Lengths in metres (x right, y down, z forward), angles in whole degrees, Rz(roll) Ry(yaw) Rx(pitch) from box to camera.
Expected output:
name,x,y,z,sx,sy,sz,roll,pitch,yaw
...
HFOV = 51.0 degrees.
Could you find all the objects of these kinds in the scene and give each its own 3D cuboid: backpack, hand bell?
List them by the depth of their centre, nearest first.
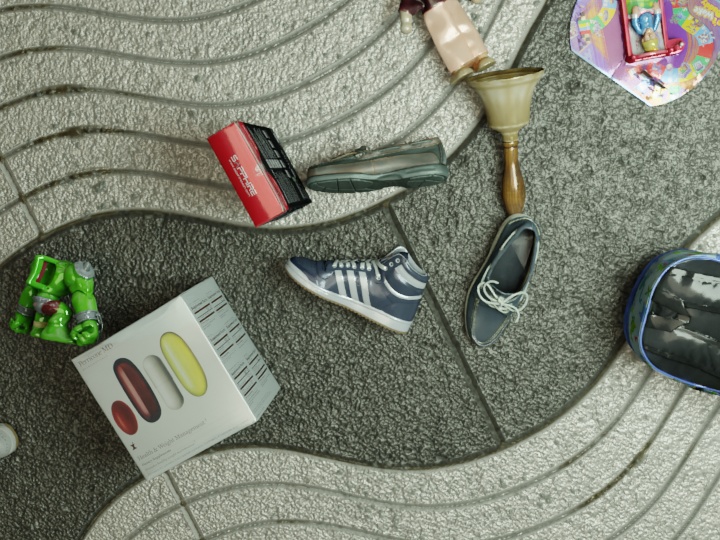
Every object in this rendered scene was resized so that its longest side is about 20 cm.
name,x,y,z,sx,sy,sz,roll,pitch,yaw
backpack,0.452,0.064,0.983,0.199,0.147,0.184,15,101,1
hand bell,0.204,-0.165,1.023,0.103,0.104,0.201,-6,109,8

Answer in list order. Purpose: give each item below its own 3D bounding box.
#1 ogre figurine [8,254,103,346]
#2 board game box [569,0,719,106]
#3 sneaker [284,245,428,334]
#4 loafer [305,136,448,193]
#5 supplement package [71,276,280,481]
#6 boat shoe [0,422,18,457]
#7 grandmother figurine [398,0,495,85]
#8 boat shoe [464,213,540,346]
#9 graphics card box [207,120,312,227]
name,x,y,z,sx,sy,sz,roll,pitch,yaw
ogre figurine,-0.444,0.042,1.108,0.098,0.200,0.121,10,85,-33
board game box,0.381,-0.321,0.990,0.199,0.039,0.158,36,101,0
sneaker,0.000,0.000,1.068,0.199,0.070,0.109,26,105,-4
loafer,0.022,-0.147,1.055,0.198,0.072,0.063,-3,78,1
supplement package,-0.258,0.150,1.084,0.191,0.147,0.201,-30,95,10
boat shoe,-0.643,0.301,1.192,0.199,0.069,0.071,-27,96,11
grandmother figurine,0.103,-0.353,1.015,0.121,0.061,0.201,-26,92,-18
boat shoe,0.199,0.021,1.047,0.074,0.062,0.201,22,107,-4
graphics card box,-0.127,-0.129,1.000,0.051,0.200,0.126,-28,95,10
